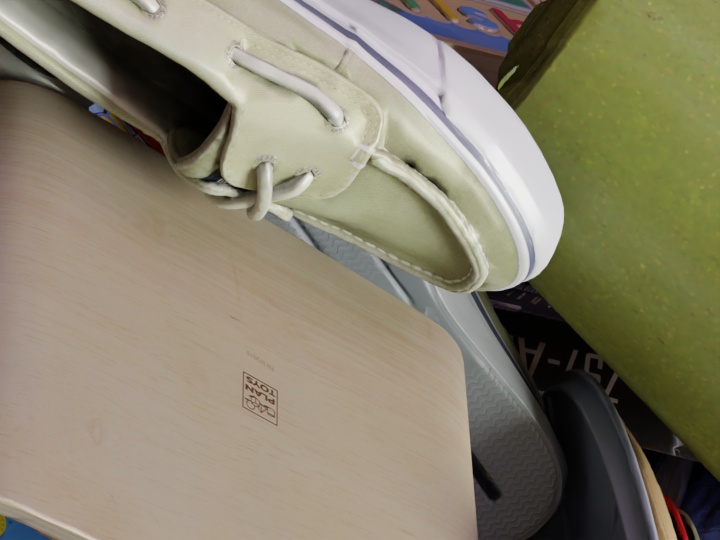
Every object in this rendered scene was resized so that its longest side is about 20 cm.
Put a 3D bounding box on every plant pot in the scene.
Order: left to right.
[{"bbox_3d":[0.131,-0.021,0.717,0.190,0.200,0.200,36,30,-4],"label":"plant pot"}]

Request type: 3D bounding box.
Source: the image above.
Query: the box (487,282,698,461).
[{"bbox_3d":[0.111,0.014,0.925,0.200,0.159,0.044,-33,132,-63],"label":"box"}]

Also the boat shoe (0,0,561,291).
[{"bbox_3d":[-0.031,-0.048,0.616,0.200,0.072,0.062,37,59,-20],"label":"boat shoe"}]

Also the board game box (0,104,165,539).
[{"bbox_3d":[-0.080,0.025,0.695,0.200,0.056,0.196,48,29,-19],"label":"board game box"}]

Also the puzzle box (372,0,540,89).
[{"bbox_3d":[-0.012,-0.102,0.816,0.199,0.026,0.133,10,24,-32],"label":"puzzle box"}]

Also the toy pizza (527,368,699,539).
[{"bbox_3d":[0.088,0.132,0.755,0.200,0.031,0.202,175,-90,-83],"label":"toy pizza"}]

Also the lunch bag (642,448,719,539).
[{"bbox_3d":[0.164,0.125,0.919,0.200,0.132,0.137,-31,107,-62],"label":"lunch bag"}]

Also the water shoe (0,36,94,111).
[{"bbox_3d":[-0.144,-0.112,0.671,0.200,0.079,0.071,49,49,11],"label":"water shoe"}]

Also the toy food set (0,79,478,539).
[{"bbox_3d":[-0.046,0.051,0.615,0.199,0.060,0.144,31,37,-28],"label":"toy food set"}]

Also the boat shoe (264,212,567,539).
[{"bbox_3d":[0.000,0.000,0.736,0.201,0.072,0.062,60,8,-11],"label":"boat shoe"}]
